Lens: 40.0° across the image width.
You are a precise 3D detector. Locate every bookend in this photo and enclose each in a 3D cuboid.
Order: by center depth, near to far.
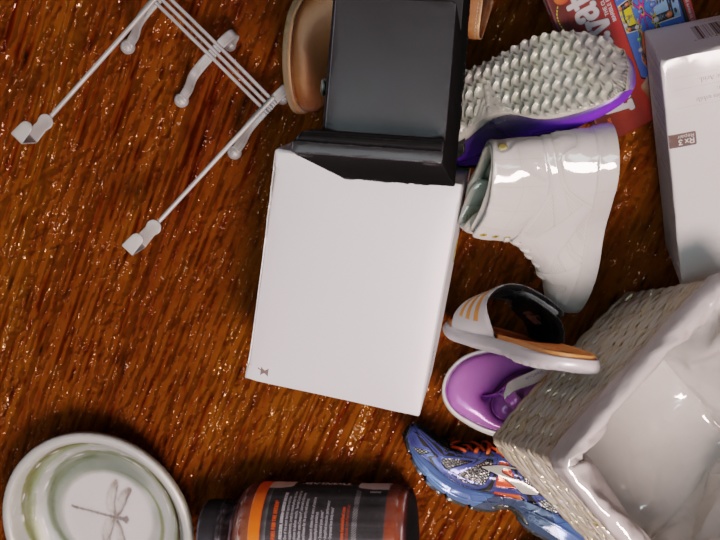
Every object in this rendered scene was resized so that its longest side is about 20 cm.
[{"bbox_3d":[0.024,-0.164,0.671,0.092,0.200,0.200,5,92,7],"label":"bookend"}]

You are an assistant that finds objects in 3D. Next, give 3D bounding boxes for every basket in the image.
[{"bbox_3d":[0.245,0.141,0.773,0.200,0.161,0.198,-45,97,-14],"label":"basket"}]

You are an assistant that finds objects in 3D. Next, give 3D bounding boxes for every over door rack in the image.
[{"bbox_3d":[-0.179,-0.135,0.866,0.148,0.067,0.200,44,86,-2],"label":"over door rack"}]

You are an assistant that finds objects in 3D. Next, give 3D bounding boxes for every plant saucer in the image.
[{"bbox_3d":[-0.256,0.249,0.990,0.199,0.050,0.201,2,103,9],"label":"plant saucer"}]

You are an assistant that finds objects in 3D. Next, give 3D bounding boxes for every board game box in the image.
[{"bbox_3d":[0.200,-0.199,0.760,0.103,0.019,0.200,-27,126,9],"label":"board game box"}]

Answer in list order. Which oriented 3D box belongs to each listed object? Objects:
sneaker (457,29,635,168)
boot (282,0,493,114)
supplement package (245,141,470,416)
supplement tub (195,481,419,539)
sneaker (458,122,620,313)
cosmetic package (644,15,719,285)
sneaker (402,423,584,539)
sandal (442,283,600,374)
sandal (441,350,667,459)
[{"bbox_3d":[0.136,-0.128,0.793,0.200,0.099,0.070,-11,70,38],"label":"sneaker"},{"bbox_3d":[0.026,-0.207,0.805,0.154,0.074,0.201,20,105,14],"label":"boot"},{"bbox_3d":[0.000,0.000,0.852,0.155,0.111,0.201,11,106,8],"label":"supplement package"},{"bbox_3d":[-0.049,0.251,0.923,0.199,0.107,0.107,-1,103,10],"label":"supplement tub"},{"bbox_3d":[0.135,-0.036,0.796,0.115,0.074,0.200,-4,139,0],"label":"sneaker"},{"bbox_3d":[0.289,-0.092,0.765,0.112,0.081,0.201,-11,117,12],"label":"cosmetic package"},{"bbox_3d":[0.132,0.179,0.898,0.199,0.075,0.079,23,98,-4],"label":"sneaker"},{"bbox_3d":[0.136,0.042,0.803,0.079,0.207,0.059,10,90,-18],"label":"sandal"},{"bbox_3d":[0.173,0.113,0.865,0.202,0.050,0.083,13,74,1],"label":"sandal"}]
